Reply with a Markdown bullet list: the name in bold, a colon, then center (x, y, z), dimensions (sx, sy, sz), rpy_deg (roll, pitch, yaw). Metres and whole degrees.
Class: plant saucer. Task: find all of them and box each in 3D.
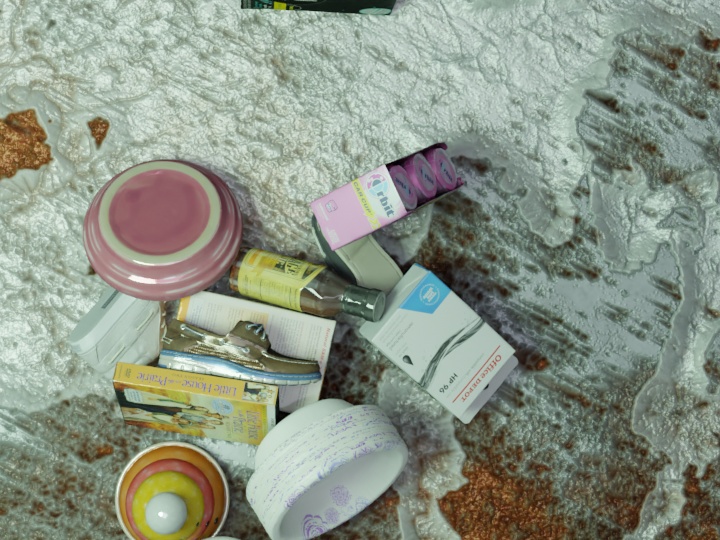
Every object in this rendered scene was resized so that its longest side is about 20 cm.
- **plant saucer**: center (-0.246, -0.060, 1.697), dimensions (0.199, 0.051, 0.202), rpy_deg (0, 61, -1)

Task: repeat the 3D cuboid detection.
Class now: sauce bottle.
- **sauce bottle**: center (-0.066, 0.021, 1.713), dimensions (0.199, 0.066, 0.066), rpy_deg (14, 88, 17)

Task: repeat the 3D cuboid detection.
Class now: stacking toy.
- **stacking toy**: center (-0.235, 0.288, 1.659), dimensions (0.145, 0.200, 0.147), rpy_deg (0, 89, -3)

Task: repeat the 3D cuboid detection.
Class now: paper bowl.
- **paper bowl**: center (-0.049, 0.236, 1.682), dimensions (0.200, 0.201, 0.105), rpy_deg (-35, 63, -4)

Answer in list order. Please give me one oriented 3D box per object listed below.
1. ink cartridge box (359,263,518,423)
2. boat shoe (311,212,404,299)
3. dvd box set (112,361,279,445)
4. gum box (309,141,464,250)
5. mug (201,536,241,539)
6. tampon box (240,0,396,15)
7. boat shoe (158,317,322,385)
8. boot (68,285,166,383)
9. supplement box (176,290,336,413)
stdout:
- **ink cartridge box**: center (0.111, 0.101, 1.732), dimensions (0.200, 0.068, 0.116), rpy_deg (42, 86, -18)
- **boat shoe**: center (0.000, 0.000, 1.754), dimensions (0.073, 0.063, 0.201), rpy_deg (-38, 110, -22)
- **dvd box set**: center (-0.198, 0.167, 1.685), dimensions (0.198, 0.147, 0.030), rpy_deg (9, 63, 1)
- **gum box**: center (0.038, -0.094, 1.682), dimensions (0.113, 0.200, 0.066), rpy_deg (-26, 91, 29)
- **mug**: center (-0.181, 0.426, 1.686), dimensions (0.174, 0.148, 0.201), rpy_deg (10, 94, -13)
- **tampon box**: center (-0.050, -0.398, 1.711), dimensions (0.198, 0.150, 0.127), rpy_deg (2, 88, -4)
- **boat shoe**: center (-0.142, 0.097, 1.660), dimensions (0.198, 0.072, 0.073), rpy_deg (8, 86, -5)
- **boot**: center (-0.272, 0.050, 1.736), dimensions (0.200, 0.073, 0.096), rpy_deg (-48, 119, -13)
- **supplement box**: center (-0.140, 0.102, 1.733), dimensions (0.199, 0.074, 0.127), rpy_deg (14, 88, -4)
